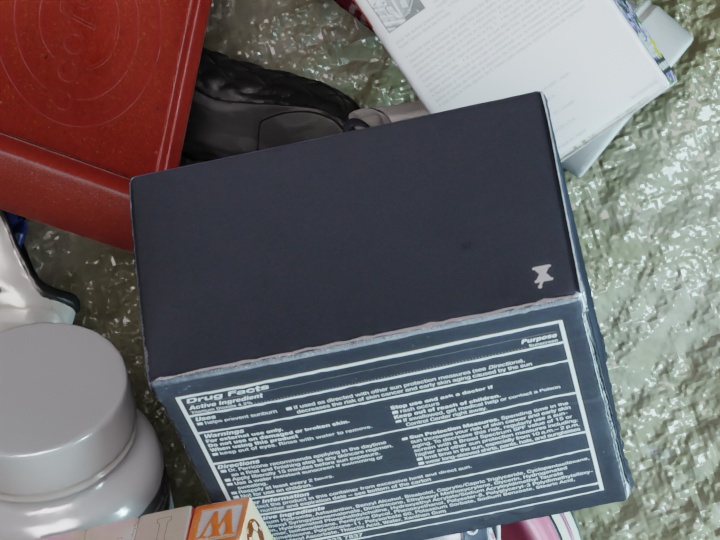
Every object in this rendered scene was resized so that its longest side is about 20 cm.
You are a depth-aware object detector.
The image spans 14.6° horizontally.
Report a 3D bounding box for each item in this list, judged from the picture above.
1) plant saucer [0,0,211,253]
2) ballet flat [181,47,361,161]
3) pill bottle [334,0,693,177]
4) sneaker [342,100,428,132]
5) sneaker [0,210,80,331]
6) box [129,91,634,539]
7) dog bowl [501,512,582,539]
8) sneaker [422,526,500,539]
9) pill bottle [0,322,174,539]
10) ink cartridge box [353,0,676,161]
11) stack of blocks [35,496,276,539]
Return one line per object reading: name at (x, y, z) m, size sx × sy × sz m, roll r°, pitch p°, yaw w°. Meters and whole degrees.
plant saucer at (-0.148, -0.126, 1.409) m, size 0.037 × 0.200 × 0.200 m, roll 1°, pitch 77°, yaw 46°
ballet flat at (-0.089, -0.091, 1.521) m, size 0.200 × 0.057 × 0.067 m, roll 20°, pitch 103°, yaw 9°
pill bottle at (0.068, -0.147, 1.476) m, size 0.200 × 0.114 × 0.114 m, roll 40°, pitch 91°, yaw 3°
sneaker at (0.000, -0.001, 1.469) m, size 0.202 × 0.077 × 0.146 m, roll -33°, pitch 115°, yaw -3°
sneaker at (-0.234, 0.009, 1.511) m, size 0.199 × 0.081 × 0.115 m, roll 19°, pitch 75°, yaw 10°
box at (0.013, 0.032, 1.330) m, size 0.200 × 0.198 × 0.123 m, roll -12°, pitch 58°, yaw 5°
dog bowl at (0.023, 0.173, 1.491) m, size 0.200 × 0.074 × 0.200 m, roll 0°, pitch 89°, yaw 2°
sneaker at (0.079, 0.182, 1.417) m, size 0.200 × 0.070 × 0.109 m, roll 23°, pitch 92°, yaw 6°
pill bottle at (-0.150, 0.131, 1.431) m, size 0.114 × 0.114 × 0.200 m, roll -5°, pitch 131°, yaw 2°
ink cartridge box at (0.057, -0.145, 1.395) m, size 0.109 × 0.050 × 0.200 m, roll -34°, pitch 90°, yaw 15°
stack of blocks at (-0.124, 0.185, 1.358) m, size 0.200 × 0.059 × 0.115 m, roll -13°, pitch 128°, yaw 20°
